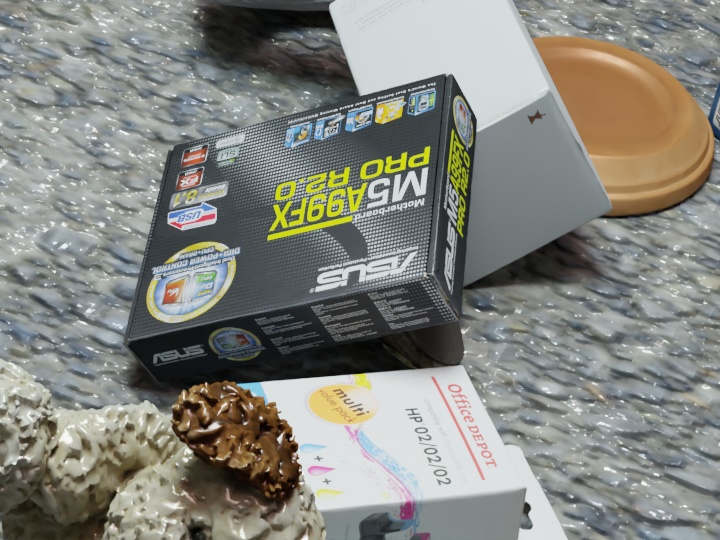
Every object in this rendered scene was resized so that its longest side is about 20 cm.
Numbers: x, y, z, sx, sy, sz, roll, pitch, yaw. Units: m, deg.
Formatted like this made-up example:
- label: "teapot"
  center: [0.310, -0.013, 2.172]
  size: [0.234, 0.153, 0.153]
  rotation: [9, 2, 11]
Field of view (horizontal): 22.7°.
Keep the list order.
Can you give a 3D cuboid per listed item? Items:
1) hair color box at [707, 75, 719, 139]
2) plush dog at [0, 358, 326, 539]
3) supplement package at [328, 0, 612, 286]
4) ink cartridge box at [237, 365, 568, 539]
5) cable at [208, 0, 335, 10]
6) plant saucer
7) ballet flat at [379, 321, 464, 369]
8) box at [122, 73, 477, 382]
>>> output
- label: "hair color box"
  center: [0.351, -0.081, 1.287]
  size: [0.100, 0.061, 0.200]
  rotation: [-13, 44, -25]
- label: "plush dog"
  center: [-0.091, 0.127, 0.836]
  size: [0.171, 0.201, 0.160]
  rotation: [8, 21, 31]
- label: "supplement package"
  center: [0.070, -0.111, 1.194]
  size: [0.117, 0.117, 0.200]
  rotation: [-27, 41, 8]
- label: "ink cartridge box"
  center: [0.014, 0.113, 0.970]
  size: [0.199, 0.068, 0.115]
  rotation: [-4, 33, -16]
- label: "cable"
  center: [-0.026, -0.231, 1.324]
  size: [0.199, 0.070, 0.200]
  rotation: [-1, 3, -12]
- label: "plant saucer"
  center: [0.163, -0.115, 1.311]
  size: [0.199, 0.038, 0.201]
  rotation: [6, 40, -5]
- label: "ballet flat"
  center: [0.000, 0.000, 1.139]
  size: [0.067, 0.046, 0.200]
  rotation: [14, 32, -49]
- label: "box"
  center: [-0.033, -0.025, 1.061]
  size: [0.199, 0.044, 0.161]
  rotation: [-12, 46, 23]
